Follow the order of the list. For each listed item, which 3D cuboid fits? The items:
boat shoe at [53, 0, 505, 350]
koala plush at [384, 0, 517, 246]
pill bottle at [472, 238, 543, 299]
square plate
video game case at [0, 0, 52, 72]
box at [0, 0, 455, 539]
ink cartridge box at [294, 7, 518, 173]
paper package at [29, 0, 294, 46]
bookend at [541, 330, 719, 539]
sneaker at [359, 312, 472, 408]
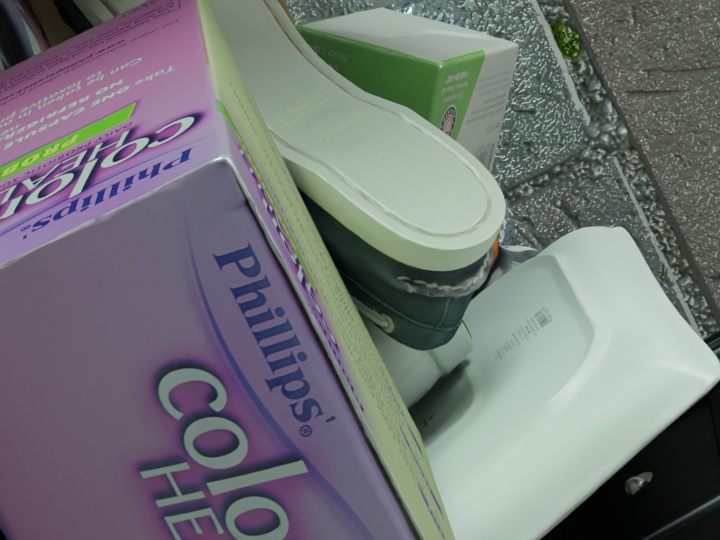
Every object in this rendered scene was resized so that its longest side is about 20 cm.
[{"bbox_3d":[-0.035,-0.049,0.877,0.200,0.075,0.062,35,-46,18],"label":"boat shoe"},{"bbox_3d":[-0.031,-0.040,1.419,0.200,0.183,0.178,-48,127,-64],"label":"koala plush"},{"bbox_3d":[0.071,0.062,1.178,0.200,0.106,0.106,57,5,-21],"label":"pill bottle"},{"bbox_3d":[0.026,0.064,0.893,0.028,0.198,0.200,47,7,-13],"label":"square plate"},{"bbox_3d":[-0.098,-0.011,0.936,0.182,0.023,0.201,-109,173,-68],"label":"video game case"},{"bbox_3d":[-0.047,0.034,0.736,0.200,0.096,0.177,-110,174,-70],"label":"box"},{"bbox_3d":[0.000,0.000,1.055,0.117,0.067,0.201,-25,128,-69],"label":"ink cartridge box"},{"bbox_3d":[-0.081,-0.092,1.150,0.200,0.103,0.191,59,8,-70],"label":"paper package"},{"bbox_3d":[0.089,0.139,0.933,0.092,0.198,0.200,54,16,-18],"label":"bookend"},{"bbox_3d":[-0.053,-0.004,0.938,0.200,0.085,0.073,39,-11,41],"label":"sneaker"}]
